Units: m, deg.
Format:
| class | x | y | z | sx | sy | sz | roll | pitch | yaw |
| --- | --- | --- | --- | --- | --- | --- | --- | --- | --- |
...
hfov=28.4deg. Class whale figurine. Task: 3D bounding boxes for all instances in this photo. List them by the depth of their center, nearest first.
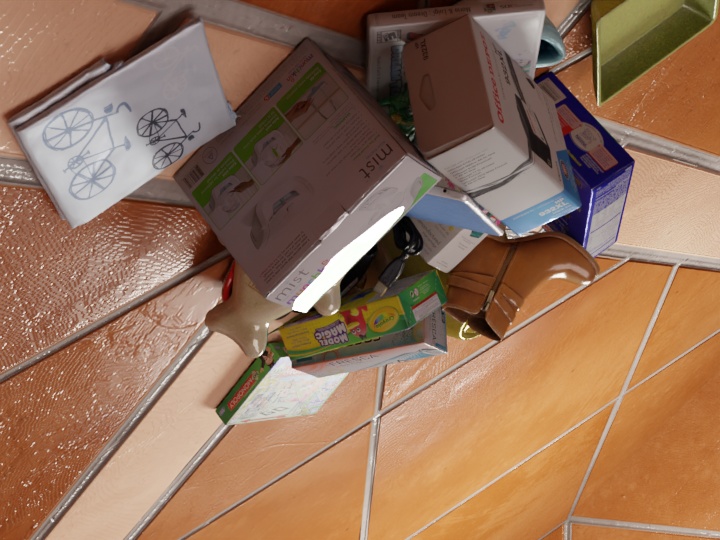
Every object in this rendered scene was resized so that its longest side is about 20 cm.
| class | x | y | z | sx | sy | sz | roll | pitch | yaw |
| --- | --- | --- | --- | --- | --- | --- | --- | --- | --- |
| whale figurine | -0.088 | -0.004 | 1.569 | 0.200 | 0.159 | 0.104 | -57 | 178 | 13 |

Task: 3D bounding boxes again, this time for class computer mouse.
| class | x | y | z | sx | sy | sz | roll | pitch | yaw |
| --- | --- | --- | --- | --- | --- | --- | --- | --- | --- |
| computer mouse | 0.000 | 0.000 | 1.687 | 0.200 | 0.140 | 0.046 | -46 | 130 | 15 |

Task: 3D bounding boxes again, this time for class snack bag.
| class | x | y | z | sx | sy | sz | roll | pitch | yaw |
| --- | --- | --- | --- | --- | --- | --- | --- | --- | --- |
| snack bag | -0.211 | -0.137 | 1.306 | 0.200 | 0.021 | 0.189 | -34 | 156 | -10 |

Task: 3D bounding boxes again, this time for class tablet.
| class | x | y | z | sx | sy | sz | roll | pitch | yaw |
| --- | --- | --- | --- | --- | --- | --- | --- | --- | --- |
| tablet | 0.075 | -0.072 | 1.527 | 0.200 | 0.130 | 0.014 | 28 | 76 | -71 |

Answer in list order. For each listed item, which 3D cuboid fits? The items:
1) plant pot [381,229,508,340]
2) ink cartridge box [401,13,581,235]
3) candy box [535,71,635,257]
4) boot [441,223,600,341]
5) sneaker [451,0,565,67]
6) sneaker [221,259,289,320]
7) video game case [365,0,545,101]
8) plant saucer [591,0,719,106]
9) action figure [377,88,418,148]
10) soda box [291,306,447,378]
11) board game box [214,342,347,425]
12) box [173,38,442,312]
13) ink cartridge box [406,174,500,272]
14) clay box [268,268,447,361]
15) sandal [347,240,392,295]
| class | x | y | z | sx | sy | sz | roll | pitch | yaw |
| --- | --- | --- | --- | --- | --- | --- | --- | --- | --- |
| plant pot | 0.128 | 0.006 | 1.877 | 0.200 | 0.142 | 0.200 | -32 | 154 | -18 |
| ink cartridge box | 0.136 | -0.147 | 1.465 | 0.084 | 0.145 | 0.200 | -24 | 147 | 25 |
| candy box | 0.260 | -0.124 | 1.808 | 0.077 | 0.169 | 0.200 | -31 | 155 | -14 |
| boot | 0.197 | 0.020 | 1.781 | 0.074 | 0.200 | 0.155 | 133 | -23 | -62 |
| sneaker | 0.152 | -0.248 | 1.551 | 0.200 | 0.082 | 0.074 | -16 | 146 | -38 |
| sneaker | -0.076 | -0.017 | 1.643 | 0.201 | 0.067 | 0.108 | -46 | 157 | 19 |
| video game case | 0.096 | -0.210 | 1.515 | 0.182 | 0.024 | 0.200 | -6 | 150 | -4 |
| plant saucer | 0.354 | -0.321 | 1.753 | 0.200 | 0.048 | 0.200 | -36 | 156 | -7 |
| action figure | 0.028 | -0.134 | 1.552 | 0.118 | 0.055 | 0.200 | -3 | 148 | -21 |
| soda box | 0.009 | 0.087 | 1.819 | 0.200 | 0.064 | 0.068 | -12 | 159 | 30 |
| board game box | -0.092 | 0.150 | 1.950 | 0.200 | 0.029 | 0.135 | 0 | 136 | -54 |
| box | -0.054 | -0.093 | 1.415 | 0.200 | 0.177 | 0.097 | -45 | 155 | 11 |
| ink cartridge box | 0.130 | -0.109 | 1.716 | 0.200 | 0.116 | 0.067 | -45 | 154 | 10 |
| clay box | -0.008 | 0.057 | 1.720 | 0.200 | 0.048 | 0.115 | -18 | -173 | 31 |
| sandal | -0.004 | 0.032 | 1.820 | 0.070 | 0.078 | 0.212 | -30 | 160 | -16 |
